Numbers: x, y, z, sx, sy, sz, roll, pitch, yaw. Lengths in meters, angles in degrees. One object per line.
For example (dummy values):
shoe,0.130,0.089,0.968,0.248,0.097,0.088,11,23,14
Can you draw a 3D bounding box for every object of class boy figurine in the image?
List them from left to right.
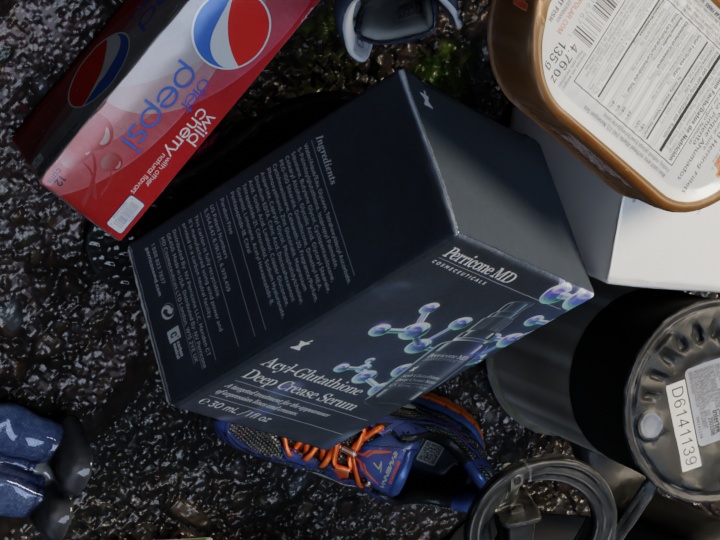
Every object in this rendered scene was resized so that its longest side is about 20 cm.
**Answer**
boy figurine,-0.253,0.094,1.273,0.199,0.064,0.125,17,109,-32

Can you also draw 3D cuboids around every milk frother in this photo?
milk frother,0.125,0.091,1.330,0.199,0.188,0.182,1,97,-22

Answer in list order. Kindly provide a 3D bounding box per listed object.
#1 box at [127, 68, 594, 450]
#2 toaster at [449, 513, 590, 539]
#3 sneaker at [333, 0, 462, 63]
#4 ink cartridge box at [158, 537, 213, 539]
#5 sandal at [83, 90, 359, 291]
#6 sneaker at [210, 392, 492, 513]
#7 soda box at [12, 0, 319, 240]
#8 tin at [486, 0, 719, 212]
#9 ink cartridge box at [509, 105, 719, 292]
box,0.000,0.000,1.238,0.200,0.108,0.148,-32,151,25
toaster,0.109,0.282,1.448,0.200,0.118,0.181,-54,128,-30
sneaker,0.030,-0.158,1.200,0.070,0.109,0.200,-19,163,19
ink cartridge box,-0.089,0.245,1.389,0.199,0.076,0.149,-2,115,-13
sandal,-0.069,-0.053,1.296,0.199,0.045,0.075,-23,116,6
sneaker,0.002,0.101,1.372,0.199,0.078,0.076,13,108,-27
soda box,-0.099,-0.119,1.229,0.063,0.070,0.200,38,96,-31
tin,0.144,-0.105,1.159,0.200,0.042,0.112,34,91,-41
ink cartridge box,0.207,-0.069,1.322,0.199,0.147,0.147,4,100,-25
